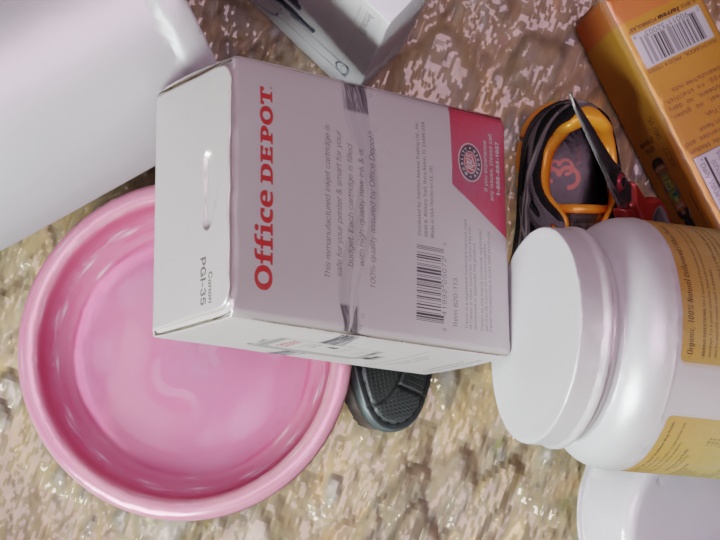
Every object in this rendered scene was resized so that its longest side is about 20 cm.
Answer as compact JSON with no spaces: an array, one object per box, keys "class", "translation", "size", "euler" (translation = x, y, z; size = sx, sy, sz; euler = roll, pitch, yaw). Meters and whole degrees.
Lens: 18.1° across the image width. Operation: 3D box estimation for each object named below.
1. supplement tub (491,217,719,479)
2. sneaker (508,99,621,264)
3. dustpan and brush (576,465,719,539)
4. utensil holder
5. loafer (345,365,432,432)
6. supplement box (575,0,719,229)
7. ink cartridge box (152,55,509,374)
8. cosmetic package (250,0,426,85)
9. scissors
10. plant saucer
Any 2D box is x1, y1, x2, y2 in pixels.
[{"class":"supplement tub","translation":[0.190,0.046,1.294],"size":[0.199,0.145,0.145],"euler":[7,81,-19]},{"class":"sneaker","translation":[0.128,-0.010,1.387],"size":[0.078,0.077,0.201],"euler":[-2,84,-9]},{"class":"dustpan and brush","translation":[0.167,0.127,1.368],"size":[0.140,0.057,0.200],"euler":[-46,116,-20]},{"class":"utensil holder","translation":[-0.198,-0.109,1.318],"size":[0.199,0.170,0.170],"euler":[-31,86,-8]},{"class":"loafer","translation":[0.000,0.000,1.388],"size":[0.072,0.063,0.201],"euler":[-2,85,-38]},{"class":"supplement box","translation":[0.211,-0.087,1.414],"size":[0.069,0.067,0.201],"euler":[-23,86,-13]},{"class":"ink cartridge box","translation":[-0.015,-0.027,1.274],"size":[0.199,0.083,0.147],"euler":[10,74,-37]},{"class":"cosmetic package","translation":[-0.032,-0.188,1.331],"size":[0.151,0.200,0.052],"euler":[42,80,1]},{"class":"scissors","translation":[0.158,-0.051,1.354],"size":[0.014,0.200,0.073],"euler":[5,47,31]},{"class":"plant saucer","translation":[-0.102,0.049,1.350],"size":[0.199,0.051,0.202],"euler":[-1,83,5]}]
